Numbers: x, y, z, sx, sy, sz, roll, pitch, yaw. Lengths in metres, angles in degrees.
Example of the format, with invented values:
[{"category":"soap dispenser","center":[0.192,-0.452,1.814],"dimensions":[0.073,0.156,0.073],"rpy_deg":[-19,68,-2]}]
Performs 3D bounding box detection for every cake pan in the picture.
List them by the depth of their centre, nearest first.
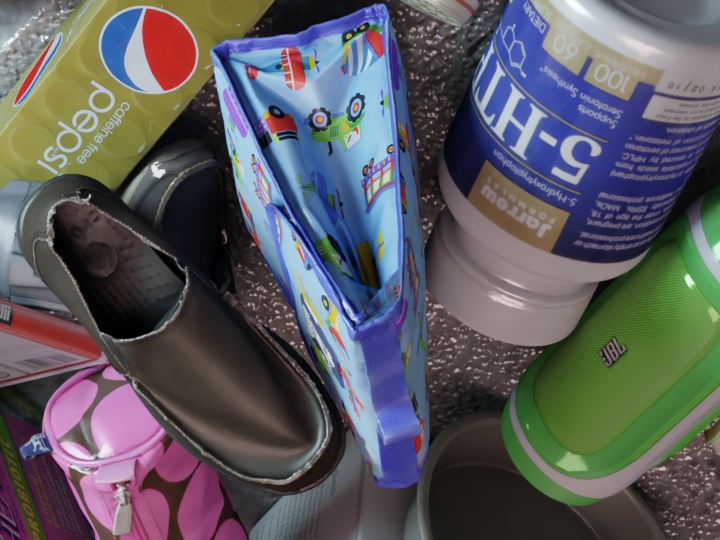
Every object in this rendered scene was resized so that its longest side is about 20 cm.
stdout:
[{"category":"cake pan","center":[0.102,0.171,1.307],"dimensions":[0.200,0.201,0.037],"rpy_deg":[33,128,-18]}]

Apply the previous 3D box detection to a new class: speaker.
[{"category":"speaker","center":[0.157,0.040,1.234],"dimensions":[0.088,0.089,0.200],"rpy_deg":[29,130,-16]}]

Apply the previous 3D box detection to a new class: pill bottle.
[{"category":"pill bottle","center":[0.106,-0.065,1.182],"dimensions":[0.119,0.120,0.201],"rpy_deg":[18,125,-9]}]

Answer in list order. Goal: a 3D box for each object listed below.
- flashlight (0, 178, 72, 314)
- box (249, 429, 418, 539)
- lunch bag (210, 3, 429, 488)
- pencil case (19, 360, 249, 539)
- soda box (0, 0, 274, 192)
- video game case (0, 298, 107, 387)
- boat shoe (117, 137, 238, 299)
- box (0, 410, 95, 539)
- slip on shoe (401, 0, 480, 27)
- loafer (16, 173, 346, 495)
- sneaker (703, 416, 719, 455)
[{"category":"flashlight","center":[-0.232,-0.015,1.203],"dimensions":[0.199,0.068,0.068],"rpy_deg":[10,133,5]},{"category":"box","center":[0.040,0.224,1.349],"dimensions":[0.198,0.200,0.131],"rpy_deg":[32,123,-18]},{"category":"lunch bag","center":[0.000,0.000,1.157],"dimensions":[0.094,0.201,0.151],"rpy_deg":[-14,145,-5]},{"category":"pencil case","center":[-0.104,0.139,1.253],"dimensions":[0.090,0.094,0.201],"rpy_deg":[-22,131,-1]},{"category":"soda box","center":[-0.121,-0.104,1.205],"dimensions":[0.068,0.064,0.200],"rpy_deg":[33,123,-17]},{"category":"video game case","center":[-0.247,0.023,1.202],"dimensions":[0.199,0.018,0.143],"rpy_deg":[20,158,-37]},{"category":"boat shoe","center":[-0.091,0.017,1.273],"dimensions":[0.073,0.074,0.201],"rpy_deg":[39,142,28]},{"category":"box","center":[-0.212,0.165,1.275],"dimensions":[0.096,0.177,0.200],"rpy_deg":[-31,150,12]},{"category":"slip on shoe","center":[-0.019,-0.192,1.140],"dimensions":[0.199,0.074,0.061],"rpy_deg":[31,88,-10]},{"category":"loafer","center":[-0.090,0.035,1.138],"dimensions":[0.200,0.071,0.073],"rpy_deg":[41,88,-2]},{"category":"sneaker","center":[0.208,0.015,1.268],"dimensions":[0.088,0.077,0.201],"rpy_deg":[23,122,1]}]
